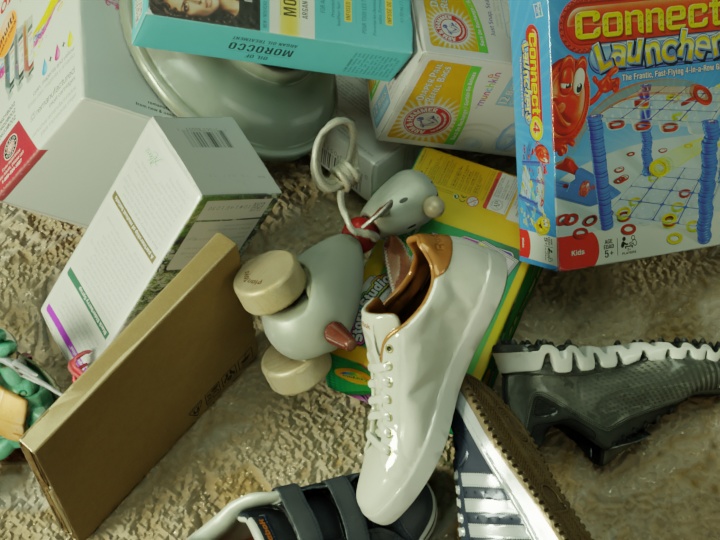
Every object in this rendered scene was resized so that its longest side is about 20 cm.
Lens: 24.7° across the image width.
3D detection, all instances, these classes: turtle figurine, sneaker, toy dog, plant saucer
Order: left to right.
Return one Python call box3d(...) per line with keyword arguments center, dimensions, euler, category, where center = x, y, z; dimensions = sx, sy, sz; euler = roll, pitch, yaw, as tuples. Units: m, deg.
box3d(center=(-0.271, 0.097, 1.187), dimensions=(0.198, 0.100, 0.151), euler=(22, 107, 24), category="turtle figurine")
box3d(center=(-0.087, -0.180, 1.248), dimensions=(0.199, 0.050, 0.202), euler=(24, 48, -29), category="plant saucer")
box3d(center=(-0.036, 0.187, 1.139), dimensions=(0.198, 0.080, 0.079), euler=(-24, 60, -12), category="sneaker")
box3d(center=(0.000, 0.000, 1.162), dimensions=(0.096, 0.132, 0.201), euler=(15, 69, 41), category="toy dog")
box3d(center=(0.024, 0.068, 1.110), dimensions=(0.084, 0.073, 0.202), euler=(19, 93, -23), category="sneaker")
box3d(center=(0.085, 0.173, 1.117), dimensions=(0.108, 0.070, 0.201), euler=(-42, 62, 20), category="sneaker")
box3d(center=(0.190, 0.094, 1.190), dimensions=(0.198, 0.066, 0.092), euler=(0, 86, -15), category="sneaker")

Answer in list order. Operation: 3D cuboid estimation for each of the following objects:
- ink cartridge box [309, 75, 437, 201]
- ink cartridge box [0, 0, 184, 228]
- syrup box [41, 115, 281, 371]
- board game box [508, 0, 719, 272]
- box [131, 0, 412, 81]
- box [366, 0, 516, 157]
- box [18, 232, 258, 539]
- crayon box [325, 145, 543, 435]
box3d(center=(0.018, -0.163, 1.371), dimensions=(0.161, 0.050, 0.199), euler=(38, 54, 23), category="ink cartridge box")
box3d(center=(-0.192, -0.154, 1.282), dimensions=(0.144, 0.145, 0.202), euler=(16, 51, -33), category="ink cartridge box")
box3d(center=(-0.147, -0.012, 1.190), dimensions=(0.078, 0.201, 0.082), euler=(-5, 51, -46), category="syrup box")
box3d(center=(0.211, -0.113, 1.213), dimensions=(0.198, 0.198, 0.056), euler=(-10, 13, -23), category="board game box")
box3d(center=(-0.063, -0.195, 1.187), dimensions=(0.198, 0.049, 0.083), euler=(5, 69, -19), category="box")
box3d(center=(0.112, -0.162, 1.281), dimensions=(0.198, 0.113, 0.102), euler=(5, 56, -20), category="box")
box3d(center=(-0.149, 0.085, 1.155), dimensions=(0.021, 0.164, 0.200), euler=(35, 67, 20), category="box")
box3d(center=(0.064, 0.013, 1.246), dimensions=(0.118, 0.058, 0.201), euler=(19, 62, 15), category="crayon box")
